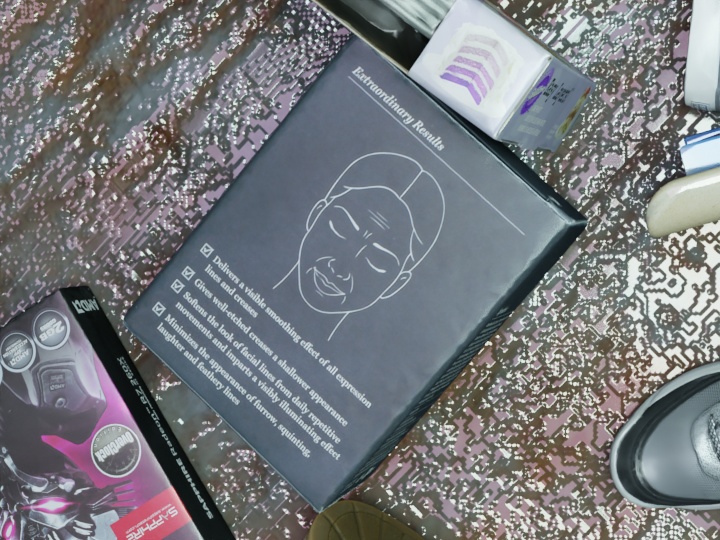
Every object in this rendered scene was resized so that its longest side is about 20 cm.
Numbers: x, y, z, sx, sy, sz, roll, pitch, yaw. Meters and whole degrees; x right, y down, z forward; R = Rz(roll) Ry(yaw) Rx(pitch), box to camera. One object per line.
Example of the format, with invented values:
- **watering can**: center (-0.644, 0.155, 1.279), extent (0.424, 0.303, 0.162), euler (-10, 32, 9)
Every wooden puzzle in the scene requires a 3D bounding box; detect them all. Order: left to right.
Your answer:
- **wooden puzzle**: center (0.222, -0.062, 0.726), extent (0.184, 0.200, 0.047), euler (-16, 88, 13)

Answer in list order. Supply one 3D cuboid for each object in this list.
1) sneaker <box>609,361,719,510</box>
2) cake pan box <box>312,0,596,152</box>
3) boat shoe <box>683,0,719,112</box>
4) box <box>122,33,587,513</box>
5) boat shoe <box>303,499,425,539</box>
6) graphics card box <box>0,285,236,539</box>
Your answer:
- **sneaker**: center (0.218, 0.078, 0.776), extent (0.198, 0.114, 0.076), euler (-17, 88, 13)
- **cake pan box**: center (0.024, -0.133, 0.771), extent (0.184, 0.200, 0.053), euler (37, 101, 12)
- **boat shoe**: center (0.205, -0.176, 0.770), extent (0.067, 0.072, 0.202), euler (8, 107, 18)
- **box**: center (0.000, 0.000, 0.827), extent (0.148, 0.107, 0.200), euler (43, 101, 9)
- **boat shoe**: center (0.049, 0.206, 0.849), extent (0.199, 0.072, 0.065), euler (33, 134, 5)
- **graphics card box**: center (-0.165, 0.125, 0.898), extent (0.125, 0.051, 0.201), euler (-31, 84, 12)
